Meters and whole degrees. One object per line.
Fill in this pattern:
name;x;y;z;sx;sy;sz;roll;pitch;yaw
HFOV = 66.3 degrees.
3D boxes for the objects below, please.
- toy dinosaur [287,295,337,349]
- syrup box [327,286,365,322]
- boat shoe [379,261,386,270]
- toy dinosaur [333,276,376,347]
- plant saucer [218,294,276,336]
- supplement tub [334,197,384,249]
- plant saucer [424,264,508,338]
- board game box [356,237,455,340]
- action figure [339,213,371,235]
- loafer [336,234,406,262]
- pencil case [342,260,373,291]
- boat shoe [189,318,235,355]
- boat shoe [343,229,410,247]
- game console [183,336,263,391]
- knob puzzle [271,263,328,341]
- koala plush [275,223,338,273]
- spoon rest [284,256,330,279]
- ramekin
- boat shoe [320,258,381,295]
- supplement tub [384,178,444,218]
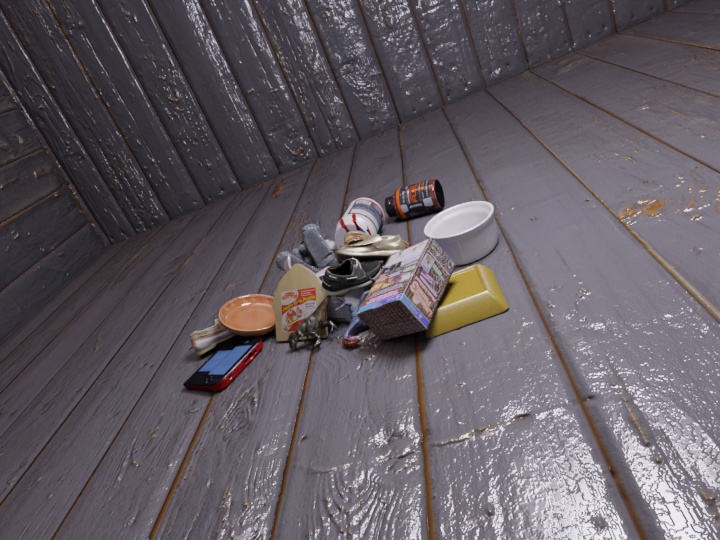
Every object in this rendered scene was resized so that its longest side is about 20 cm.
toy dinosaur;-0.112;0.142;1.409;0.201;0.047;0.088;-49;65;8
syrup box;-0.078;0.083;1.508;0.197;0.083;0.079;-2;28;44
boat shoe;0.098;0.007;1.506;0.062;0.074;0.200;-24;17;-1
toy dinosaur;0.020;0.116;1.388;0.104;0.200;0.184;25;82;34
plant saucer;-0.315;0.135;1.618;0.195;0.038;0.201;1;27;-1
supplement tub;-0.003;-0.142;1.830;0.138;0.142;0.201;-14;25;23
plant saucer;0.229;0.058;1.297;0.196;0.049;0.201;-22;23;10
board game box;0.108;0.044;1.288;0.158;0.097;0.202;-23;29;50
action figure;0.004;-0.096;1.675;0.064;0.201;0.052;-25;48;10
loafer;0.031;-0.061;1.515;0.195;0.070;0.076;-1;-15;-4
pencil case;0.000;0.000;1.600;0.088;0.079;0.200;13;18;-17
boat shoe;-0.414;0.175;1.652;0.198;0.069;0.075;-31;5;-16
boat shoe;0.047;-0.061;1.591;0.195;0.077;0.074;9;21;-2
game console;-0.374;0.252;1.516;0.174;0.031;0.200;-5;30;39
knob puzzle;-0.160;0.084;1.493;0.216;0.225;0.030;-9;-9;34
koala plush;-0.148;-0.034;1.760;0.177;0.184;0.200;-44;5;5
spoon rest;-0.128;0.016;1.609;0.099;0.196;0.062;135;145;-53
ramekin;0.281;-0.100;1.511;0.197;0.099;0.201;-20;24;9
boat shoe;-0.017;0.003;1.428;0.198;0.069;0.071;-20;37;-40
supplement tub;0.183;-0.240;1.898;0.196;0.108;0.107;-13;25;27
